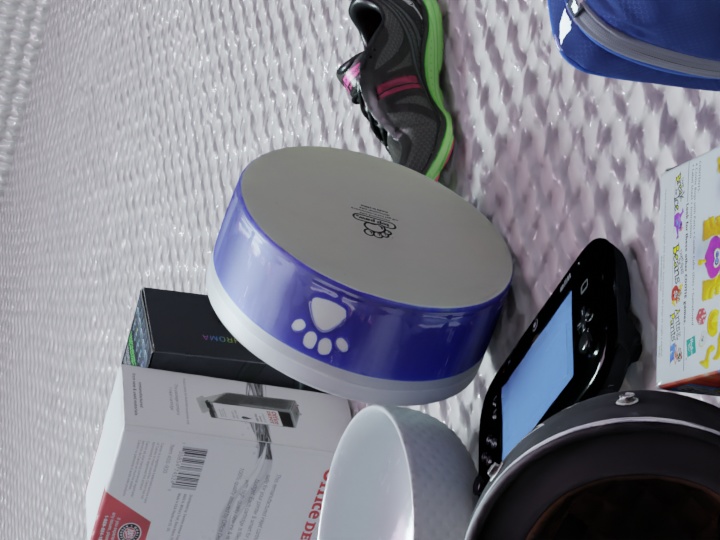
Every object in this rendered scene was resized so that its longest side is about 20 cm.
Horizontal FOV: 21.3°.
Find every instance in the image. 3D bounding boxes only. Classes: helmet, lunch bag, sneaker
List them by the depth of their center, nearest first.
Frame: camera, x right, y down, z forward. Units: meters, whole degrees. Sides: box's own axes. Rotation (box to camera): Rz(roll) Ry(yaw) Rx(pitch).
[{"bbox_3d":[0.130,0.157,0.865,0.200,0.198,0.192,120,159,-50],"label":"helmet"},{"bbox_3d":[0.162,-0.198,0.980,0.132,0.135,0.202,131,142,-58],"label":"lunch bag"},{"bbox_3d":[0.022,-0.128,1.456,0.077,0.083,0.202,121,150,-51],"label":"sneaker"}]

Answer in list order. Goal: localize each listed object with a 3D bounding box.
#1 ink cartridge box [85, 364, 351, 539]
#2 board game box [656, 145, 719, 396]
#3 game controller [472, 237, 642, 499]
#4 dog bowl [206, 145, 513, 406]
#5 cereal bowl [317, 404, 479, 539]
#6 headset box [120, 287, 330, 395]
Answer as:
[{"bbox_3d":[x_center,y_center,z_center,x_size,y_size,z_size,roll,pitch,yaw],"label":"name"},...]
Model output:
[{"bbox_3d":[-0.115,0.169,1.579,0.083,0.198,0.148,-104,28,-53],"label":"ink cartridge box"},{"bbox_3d":[0.216,-0.008,0.802,0.200,0.102,0.106,152,123,-68],"label":"board game box"},{"bbox_3d":[0.115,0.069,1.173,0.200,0.042,0.105,120,151,-48],"label":"game controller"},{"bbox_3d":[0.000,0.000,1.294,0.201,0.198,0.079,-111,35,-54],"label":"dog bowl"},{"bbox_3d":[0.036,0.192,1.297,0.200,0.083,0.202,-173,90,-71],"label":"cereal bowl"},{"bbox_3d":[-0.122,0.118,1.653,0.093,0.172,0.201,-109,31,-52],"label":"headset box"}]
